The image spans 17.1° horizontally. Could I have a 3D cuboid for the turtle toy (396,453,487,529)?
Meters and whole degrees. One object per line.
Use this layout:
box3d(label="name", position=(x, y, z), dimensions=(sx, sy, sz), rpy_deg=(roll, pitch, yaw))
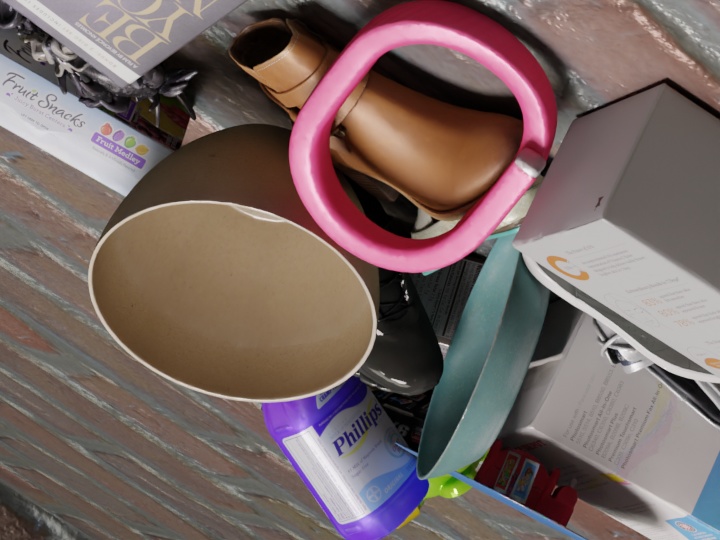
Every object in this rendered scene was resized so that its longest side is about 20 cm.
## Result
box3d(label="turtle toy", position=(0.054, 0.145, 2.084), dimensions=(0.101, 0.146, 0.200), rpy_deg=(60, 166, -18))

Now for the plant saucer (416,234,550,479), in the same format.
box3d(label="plant saucer", position=(0.092, 0.059, 1.686), dimensions=(0.036, 0.200, 0.200), rpy_deg=(21, 163, -5))

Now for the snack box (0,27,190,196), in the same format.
box3d(label="snack box", position=(-0.223, -0.132, 1.741), dimensions=(0.200, 0.053, 0.142), rpy_deg=(30, -166, -8))

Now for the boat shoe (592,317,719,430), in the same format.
box3d(label="boat shoe", position=(0.202, 0.043, 1.684), dimensions=(0.200, 0.069, 0.072), rpy_deg=(38, 161, -23))

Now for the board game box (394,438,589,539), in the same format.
box3d(label="board game box", position=(0.124, 0.157, 1.759), dimensions=(0.158, 0.039, 0.200), rpy_deg=(30, 175, -33))

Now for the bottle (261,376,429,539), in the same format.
box3d(label="bottle", position=(-0.029, 0.107, 1.805), dimensions=(0.065, 0.084, 0.200), rpy_deg=(-22, 106, 45))

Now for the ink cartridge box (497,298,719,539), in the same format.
box3d(label="ink cartridge box", position=(0.194, 0.104, 1.776), dimensions=(0.200, 0.125, 0.129), rpy_deg=(30, 165, -8))

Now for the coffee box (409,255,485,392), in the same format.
box3d(label="coffee box", position=(-0.003, 0.023, 1.862), dimensions=(0.200, 0.080, 0.114), rpy_deg=(16, 159, 6))

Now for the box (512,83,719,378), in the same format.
box3d(label="box", position=(0.216, -0.012, 1.462), dimensions=(0.200, 0.098, 0.124), rpy_deg=(31, 163, -15))

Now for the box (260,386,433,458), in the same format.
box3d(label="box", position=(0.035, 0.096, 1.951), dimensions=(0.159, 0.046, 0.200), rpy_deg=(20, -161, 20))

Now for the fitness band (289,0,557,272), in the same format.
box3d(label="fitness band", position=(0.036, -0.080, 1.487), dimensions=(0.144, 0.037, 0.200), rpy_deg=(38, 133, -2))

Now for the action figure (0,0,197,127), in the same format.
box3d(label="action figure", position=(-0.181, -0.169, 1.603), dimensions=(0.119, 0.102, 0.200), rpy_deg=(2, 162, 41))

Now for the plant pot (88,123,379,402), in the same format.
box3d(label="plant pot", position=(-0.077, -0.023, 1.667), dimensions=(0.200, 0.135, 0.201), rpy_deg=(7, 137, 6))

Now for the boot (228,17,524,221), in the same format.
box3d(label="boot", position=(0.010, -0.105, 1.550), dimensions=(0.155, 0.074, 0.200), rpy_deg=(42, 155, -28))

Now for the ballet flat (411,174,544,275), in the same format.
box3d(label="ballet flat", position=(0.077, -0.047, 1.661), dimensions=(0.062, 0.067, 0.200), rpy_deg=(57, 155, -2))

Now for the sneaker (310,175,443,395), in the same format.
box3d(label="sneaker", position=(0.000, 0.000, 1.752), dimensions=(0.200, 0.076, 0.091), rpy_deg=(57, 152, 10))

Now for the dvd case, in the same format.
box3d(label="dvd case", position=(-0.136, -0.197, 1.441), dimensions=(0.149, 0.016, 0.200), rpy_deg=(36, 134, -28))

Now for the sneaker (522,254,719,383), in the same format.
box3d(label="sneaker", position=(0.210, 0.013, 1.590), dimensions=(0.200, 0.071, 0.099), rpy_deg=(28, 160, -10))
